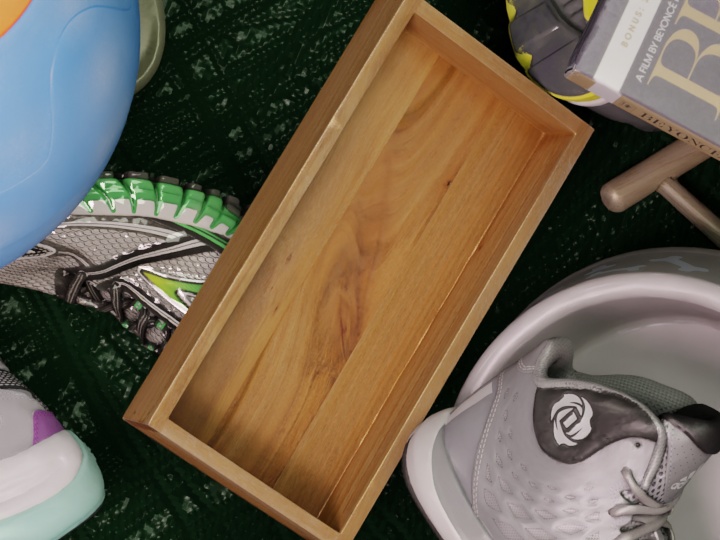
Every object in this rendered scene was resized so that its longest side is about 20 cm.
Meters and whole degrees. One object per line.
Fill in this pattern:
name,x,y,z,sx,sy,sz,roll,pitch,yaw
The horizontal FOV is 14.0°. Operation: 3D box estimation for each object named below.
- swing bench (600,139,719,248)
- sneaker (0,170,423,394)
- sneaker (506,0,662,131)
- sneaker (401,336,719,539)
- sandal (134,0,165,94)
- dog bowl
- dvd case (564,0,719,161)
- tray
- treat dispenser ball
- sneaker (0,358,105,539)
swing bench,0.234,-0.076,1.215,0.130,0.199,0.200,42,74,-5
sneaker,-0.069,0.011,1.185,0.200,0.078,0.085,13,79,-13
sneaker,0.094,-0.137,1.245,0.085,0.074,0.200,35,38,-44
sneaker,0.108,0.111,1.103,0.115,0.075,0.200,-43,73,25
sandal,-0.123,-0.163,1.171,0.080,0.057,0.201,-22,103,-8
dog bowl,0.121,0.089,1.177,0.200,0.059,0.201,-1,88,21
dvd case,0.193,-0.091,1.096,0.200,0.016,0.149,27,76,-7
tray,0.000,0.000,1.162,0.099,0.037,0.200,35,79,-21
treat dispenser ball,-0.181,-0.089,1.077,0.200,0.201,0.201,2,81,-14
sneaker,-0.214,0.090,1.141,0.200,0.078,0.140,-36,90,-26
